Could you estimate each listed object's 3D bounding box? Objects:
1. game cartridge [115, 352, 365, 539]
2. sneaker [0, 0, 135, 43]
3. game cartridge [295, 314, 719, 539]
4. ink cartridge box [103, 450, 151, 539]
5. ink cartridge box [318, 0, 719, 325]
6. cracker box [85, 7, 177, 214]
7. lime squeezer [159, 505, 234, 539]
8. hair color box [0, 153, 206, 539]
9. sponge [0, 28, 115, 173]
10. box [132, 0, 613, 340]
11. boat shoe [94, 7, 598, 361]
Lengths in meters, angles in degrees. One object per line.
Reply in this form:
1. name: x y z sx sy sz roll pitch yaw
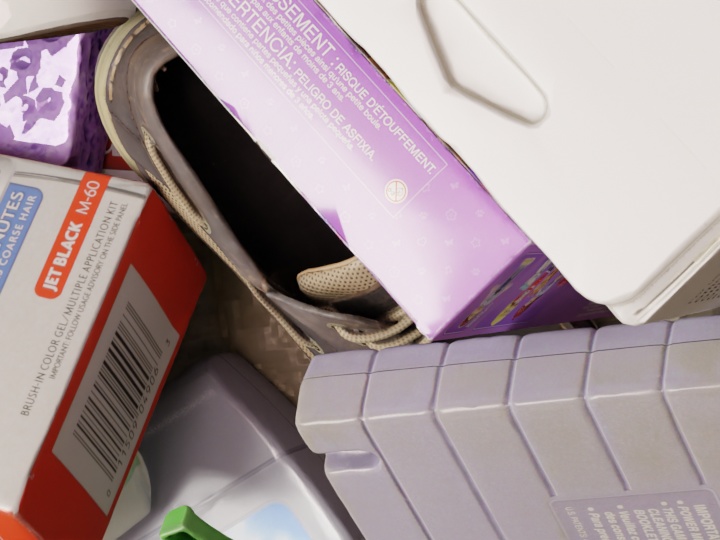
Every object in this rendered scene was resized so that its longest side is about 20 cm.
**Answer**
1. game cartridge: -0.035 0.135 0.914 0.133 0.040 0.200 -32 82 19
2. sneaker: -0.158 -0.104 0.829 0.200 0.073 0.085 4 99 25
3. game cartridge: 0.078 0.088 0.795 0.130 0.038 0.200 -9 135 20
4. ink cartridge box: -0.190 0.075 0.891 0.200 0.050 0.161 -36 58 -17
5. ink cartridge box: 0.080 -0.069 0.753 0.084 0.200 0.145 -46 77 18
6. cracker box: -0.093 -0.123 0.902 0.134 0.058 0.200 7 98 23
7. lime squeezer: 0.005 0.129 0.845 0.038 0.071 0.200 -29 113 6
8. hair color box: -0.162 0.015 0.860 0.200 0.064 0.111 11 66 22
9. sponge: -0.117 -0.136 0.864 0.112 0.030 0.200 15 102 22
10. box: 0.019 -0.046 0.782 0.039 0.200 0.137 -44 78 15
11. boat shoe: 0.000 0.000 0.834 0.200 0.073 0.075 39 97 -9
